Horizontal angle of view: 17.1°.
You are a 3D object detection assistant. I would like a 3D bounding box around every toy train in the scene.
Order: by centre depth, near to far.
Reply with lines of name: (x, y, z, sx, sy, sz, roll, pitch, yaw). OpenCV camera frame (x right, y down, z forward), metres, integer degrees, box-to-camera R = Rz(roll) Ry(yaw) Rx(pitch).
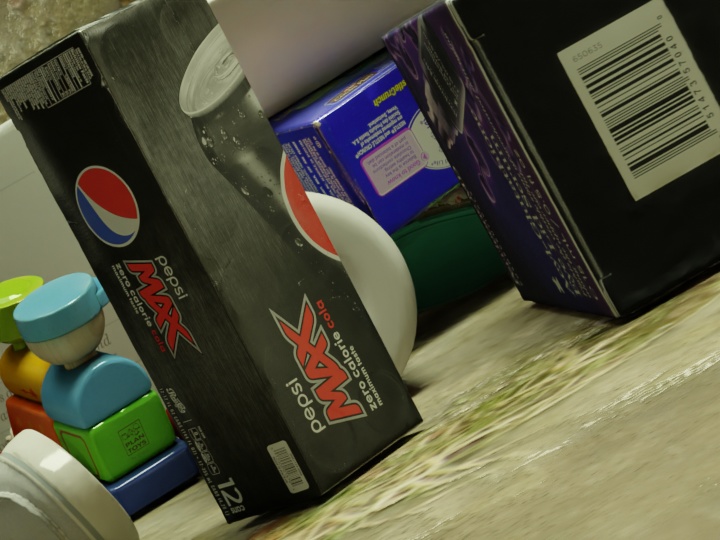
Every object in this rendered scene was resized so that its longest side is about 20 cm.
toy train: (-0.163, 0.054, 1.203, 0.085, 0.116, 0.200, -30, 20, -26)

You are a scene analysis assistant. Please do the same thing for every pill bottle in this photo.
pill bottle: (-0.041, 0.019, 1.129, 0.109, 0.110, 0.200, -29, 5, -7)

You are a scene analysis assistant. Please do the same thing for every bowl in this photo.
bowl: (-0.020, -0.152, 1.257, 0.200, 0.075, 0.200, -32, 14, 15)

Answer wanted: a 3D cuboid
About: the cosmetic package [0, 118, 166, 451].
cosmetic package: (-0.171, 0.017, 1.371, 0.167, 0.200, 0.166, -28, 5, 22)

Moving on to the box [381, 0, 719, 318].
box: (0.098, -0.069, 1.029, 0.104, 0.148, 0.200, -29, 3, -6)

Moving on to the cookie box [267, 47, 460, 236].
cookie box: (0.011, -0.083, 1.279, 0.171, 0.075, 0.200, -36, 13, -24)

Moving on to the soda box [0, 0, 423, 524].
soda box: (-0.058, -0.007, 0.936, 0.063, 0.200, 0.071, -21, 8, 47)

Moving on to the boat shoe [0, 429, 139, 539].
boat shoe: (-0.156, 0.117, 1.029, 0.069, 0.072, 0.200, -47, 15, -23)

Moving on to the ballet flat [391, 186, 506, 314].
ballet flat: (0.000, 0.000, 1.272, 0.200, 0.076, 0.064, -29, 42, -5)
